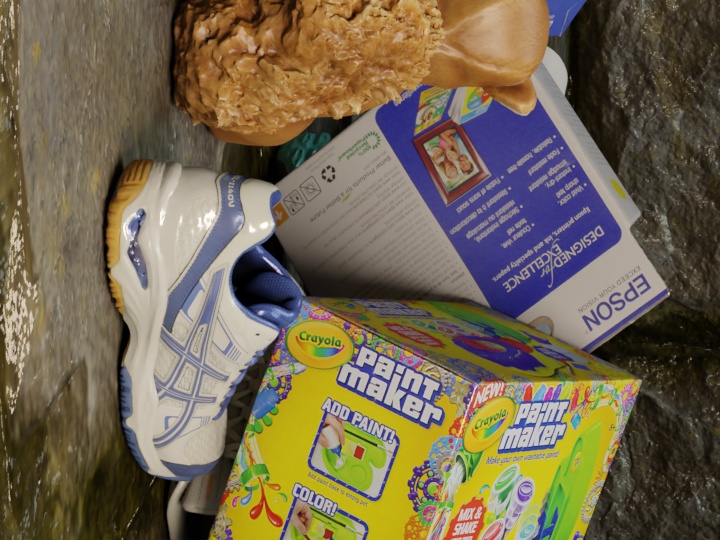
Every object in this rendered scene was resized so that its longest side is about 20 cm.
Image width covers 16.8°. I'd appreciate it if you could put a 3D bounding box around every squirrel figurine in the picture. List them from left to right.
[{"bbox_3d":[0.004,-0.123,1.291,0.200,0.186,0.142,-53,146,-72],"label":"squirrel figurine"}]

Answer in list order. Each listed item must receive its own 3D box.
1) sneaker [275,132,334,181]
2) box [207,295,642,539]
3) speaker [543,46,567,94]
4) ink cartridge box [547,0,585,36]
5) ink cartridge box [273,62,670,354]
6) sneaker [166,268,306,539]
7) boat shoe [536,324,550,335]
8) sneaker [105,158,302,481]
[{"bbox_3d":[0.000,0.000,1.574,0.200,0.091,0.078,51,45,-18],"label":"sneaker"},{"bbox_3d":[0.029,0.124,1.312,0.200,0.122,0.193,2,109,-59],"label":"box"},{"bbox_3d":[0.080,-0.053,1.551,0.081,0.081,0.201,81,19,-54],"label":"speaker"},{"bbox_3d":[0.039,-0.213,1.418,0.044,0.200,0.094,-53,165,19],"label":"ink cartridge box"},{"bbox_3d":[0.061,-0.015,1.435,0.200,0.197,0.047,59,23,13],"label":"ink cartridge box"},{"bbox_3d":[-0.067,0.093,1.329,0.092,0.075,0.201,-29,122,-73],"label":"sneaker"},{"bbox_3d":[0.113,0.077,1.441,0.075,0.068,0.201,23,68,-40],"label":"boat shoe"},{"bbox_3d":[-0.073,0.034,1.214,0.075,0.088,0.201,-78,170,-45],"label":"sneaker"}]
